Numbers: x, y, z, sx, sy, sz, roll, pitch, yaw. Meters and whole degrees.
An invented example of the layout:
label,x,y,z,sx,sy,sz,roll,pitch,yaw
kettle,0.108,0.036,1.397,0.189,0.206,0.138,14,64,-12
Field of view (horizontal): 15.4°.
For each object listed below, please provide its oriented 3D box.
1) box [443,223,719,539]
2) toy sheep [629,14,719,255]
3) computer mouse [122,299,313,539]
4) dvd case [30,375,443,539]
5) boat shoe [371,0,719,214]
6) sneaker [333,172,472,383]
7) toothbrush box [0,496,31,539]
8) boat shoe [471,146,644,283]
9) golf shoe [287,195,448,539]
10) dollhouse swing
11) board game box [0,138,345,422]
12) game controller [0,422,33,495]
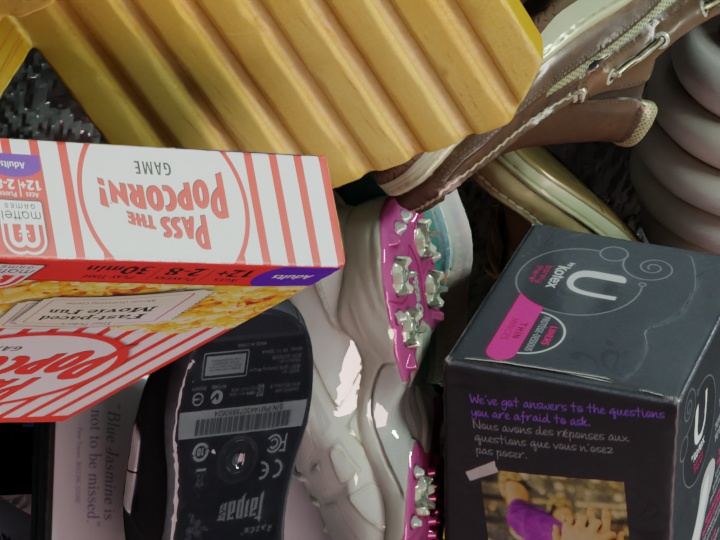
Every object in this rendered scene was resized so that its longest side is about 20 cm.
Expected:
label,x,y,z,sx,sy,sz,roll,pitch,yaw
box,0.103,0.099,1.171,0.122,0.106,0.201,-54,149,-53
toy sheep,0.186,-0.056,1.222,0.137,0.138,0.201,-15,128,-25
computer mouse,-0.089,0.104,1.081,0.140,0.046,0.201,-10,113,-36
dvd case,-0.050,0.116,1.154,0.199,0.143,0.018,4,173,-32
boat shoe,0.093,-0.081,1.102,0.202,0.075,0.075,-43,-171,-21
sneaker,0.000,0.000,1.183,0.080,0.071,0.200,-28,145,-16
toothbrush box,-0.233,0.171,1.150,0.200,0.086,0.146,-30,145,12
boat shoe,0.097,-0.003,1.254,0.066,0.074,0.200,-45,143,4
golf shoe,-0.008,0.063,1.141,0.075,0.091,0.201,-48,136,-66
dollhouse swing,-0.047,-0.070,0.926,0.199,0.182,0.176,-19,115,19
board game box,-0.125,0.008,0.983,0.151,0.046,0.200,1,161,-38
game controller,-0.102,0.022,1.153,0.104,0.042,0.200,10,125,-44
